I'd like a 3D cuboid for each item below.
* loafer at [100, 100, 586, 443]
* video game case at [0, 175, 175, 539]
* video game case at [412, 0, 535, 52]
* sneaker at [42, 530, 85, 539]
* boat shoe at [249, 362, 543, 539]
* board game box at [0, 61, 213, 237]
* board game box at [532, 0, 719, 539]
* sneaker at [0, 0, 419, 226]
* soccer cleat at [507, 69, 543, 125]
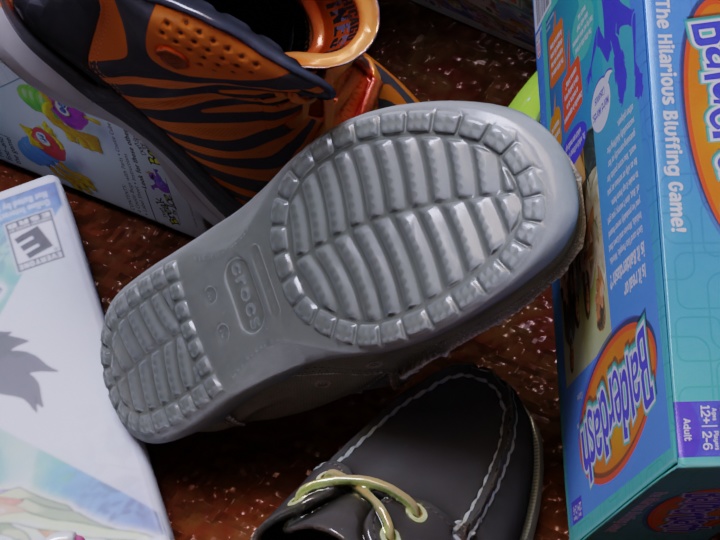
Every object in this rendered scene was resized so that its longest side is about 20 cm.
[{"bbox_3d":[0.000,0.000,0.941,0.200,0.070,0.075,-23,75,40],"label":"loafer"},{"bbox_3d":[-0.177,0.065,1.009,0.199,0.022,0.183,-19,49,-3],"label":"video game case"},{"bbox_3d":[-0.004,-0.143,1.031,0.143,0.200,0.018,26,79,30],"label":"video game case"},{"bbox_3d":[-0.132,0.170,0.879,0.087,0.074,0.200,-6,51,18],"label":"sneaker"},{"bbox_3d":[-0.004,0.101,0.912,0.072,0.061,0.201,19,57,26],"label":"boat shoe"},{"bbox_3d":[-0.115,-0.107,1.086,0.200,0.105,0.103,22,58,27],"label":"board game box"},{"bbox_3d":[0.091,-0.024,0.886,0.045,0.152,0.201,0,76,-8],"label":"board game box"},{"bbox_3d":[-0.020,-0.060,0.944,0.112,0.200,0.078,-4,69,46],"label":"sneaker"},{"bbox_3d":[0.120,-0.093,1.030,0.200,0.068,0.081,-40,11,-11],"label":"soccer cleat"}]
